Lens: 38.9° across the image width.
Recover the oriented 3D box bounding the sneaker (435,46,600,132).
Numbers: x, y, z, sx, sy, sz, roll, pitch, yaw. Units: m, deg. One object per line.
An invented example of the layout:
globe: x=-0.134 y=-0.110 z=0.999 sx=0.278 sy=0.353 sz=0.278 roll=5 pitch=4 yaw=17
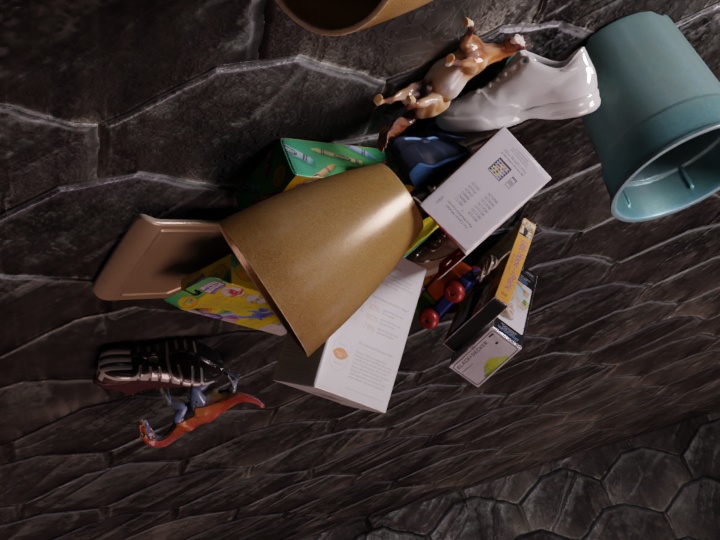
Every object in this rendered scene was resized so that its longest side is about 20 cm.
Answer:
sneaker: x=0.182 y=-0.221 z=1.223 sx=0.199 sy=0.089 sz=0.075 roll=-8 pitch=-158 yaw=19

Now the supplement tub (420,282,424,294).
supplement tub: x=0.000 y=0.000 z=1.472 sx=0.107 sy=0.107 sz=0.200 roll=-34 pitch=152 yaw=26

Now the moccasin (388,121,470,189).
moccasin: x=0.088 y=-0.150 z=1.272 sx=0.080 sy=0.068 sz=0.200 roll=-43 pitch=174 yaw=13

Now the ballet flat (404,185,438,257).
ballet flat: x=0.095 y=-0.087 z=1.402 sx=0.200 sy=0.067 sz=0.067 roll=-37 pitch=120 yaw=-11

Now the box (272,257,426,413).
box: x=-0.013 y=0.068 z=1.320 sx=0.124 sy=0.201 sz=0.097 roll=26 pitch=166 yaw=-35

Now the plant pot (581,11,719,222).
plant pot: x=0.359 y=-0.196 z=1.251 sx=0.200 sy=0.197 sz=0.200 roll=-18 pitch=156 yaw=-8

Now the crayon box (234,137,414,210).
crayon box: x=-0.041 y=-0.101 z=1.287 sx=0.200 sy=0.058 sz=0.119 roll=1 pitch=147 yaw=-40

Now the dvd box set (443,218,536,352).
dvd box set: x=0.206 y=0.022 z=1.610 sx=0.029 sy=0.200 sz=0.146 roll=35 pitch=135 yaw=-7

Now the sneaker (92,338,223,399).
sneaker: x=-0.323 y=0.159 z=1.590 sx=0.199 sy=0.076 sz=0.116 roll=8 pitch=149 yaw=-30

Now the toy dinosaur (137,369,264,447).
toy dinosaur: x=-0.284 y=0.233 z=1.678 sx=0.105 sy=0.200 sz=0.182 roll=31 pitch=93 yaw=-42

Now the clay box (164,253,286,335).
clay box: x=-0.147 y=0.032 z=1.350 sx=0.200 sy=0.048 sz=0.115 roll=20 pitch=149 yaw=-40

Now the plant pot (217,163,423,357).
plant pot: x=-0.032 y=-0.031 z=1.182 sx=0.200 sy=0.187 sz=0.186 roll=-34 pitch=156 yaw=-7

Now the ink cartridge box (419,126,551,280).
ink cartridge box: x=0.133 y=-0.083 z=1.236 sx=0.176 sy=0.084 sz=0.200 roll=-43 pitch=180 yaw=7

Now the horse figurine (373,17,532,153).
horse figurine: x=0.092 y=-0.216 z=1.158 sx=0.200 sy=0.050 sz=0.132 roll=-41 pitch=167 yaw=20

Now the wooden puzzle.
wooden puzzle: x=-0.230 y=-0.018 z=1.339 sx=0.199 sy=0.037 sz=0.185 roll=4 pitch=146 yaw=-35

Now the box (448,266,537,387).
box: x=0.215 y=0.081 z=1.637 sx=0.117 sy=0.060 sz=0.200 roll=-48 pitch=-171 yaw=35

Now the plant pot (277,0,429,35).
plant pot: x=0.042 y=-0.296 z=0.827 sx=0.200 sy=0.187 sz=0.186 roll=-19 pitch=159 yaw=-40

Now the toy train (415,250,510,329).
toy train: x=0.133 y=-0.010 z=1.560 sx=0.085 sy=0.116 sz=0.200 roll=-31 pitch=165 yaw=-51

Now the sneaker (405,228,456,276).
sneaker: x=0.123 y=-0.064 z=1.463 sx=0.200 sy=0.070 sz=0.076 roll=-34 pitch=143 yaw=-31
